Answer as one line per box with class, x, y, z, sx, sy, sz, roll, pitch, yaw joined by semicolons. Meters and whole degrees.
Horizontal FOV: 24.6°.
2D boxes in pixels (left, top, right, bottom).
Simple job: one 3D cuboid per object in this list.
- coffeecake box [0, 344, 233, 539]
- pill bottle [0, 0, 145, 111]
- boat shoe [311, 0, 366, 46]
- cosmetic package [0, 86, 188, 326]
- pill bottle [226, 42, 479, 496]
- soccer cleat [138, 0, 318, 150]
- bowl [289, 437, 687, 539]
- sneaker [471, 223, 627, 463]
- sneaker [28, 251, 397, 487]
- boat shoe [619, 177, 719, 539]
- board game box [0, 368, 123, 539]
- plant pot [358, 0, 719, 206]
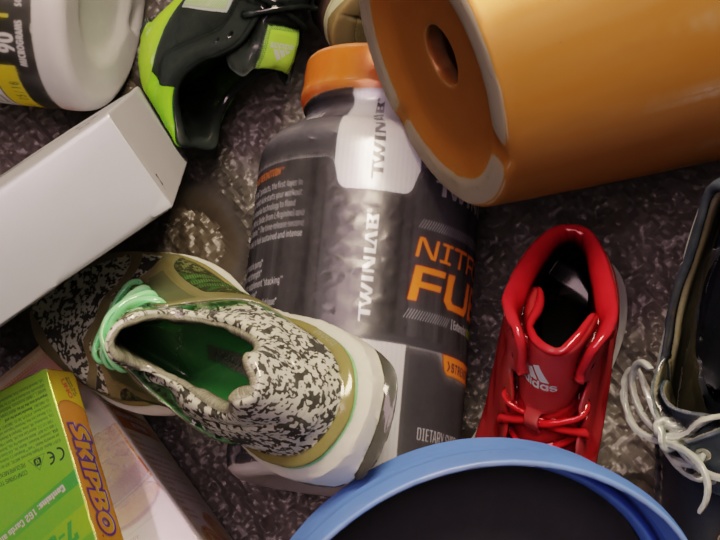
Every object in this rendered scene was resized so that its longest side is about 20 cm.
coffeecake box;-0.135;0.158;0.762;0.153;0.073;0.200;-39;72;0
pill bottle;-0.220;-0.146;0.836;0.199;0.114;0.115;7;78;14
boat shoe;0.059;-0.175;0.807;0.201;0.072;0.066;-36;47;-2
cosmetic package;-0.154;-0.018;0.746;0.150;0.200;0.052;-32;100;1
pill bottle;0.000;0.000;0.757;0.106;0.106;0.201;2;77;12
soccer cleat;-0.040;-0.140;0.784;0.200;0.067;0.081;-50;49;34
bowl;0.049;0.161;0.685;0.200;0.039;0.201;-3;111;-9
sneaker;0.071;0.074;0.718;0.078;0.116;0.201;4;77;13
sneaker;-0.080;0.026;0.682;0.199;0.089;0.077;15;81;39
boat shoe;0.151;0.053;0.691;0.075;0.062;0.201;38;124;45
board game box;-0.137;0.152;0.700;0.095;0.030;0.201;-26;70;21
plant pot;0.106;-0.118;0.688;0.183;0.200;0.201;-24;71;-17
